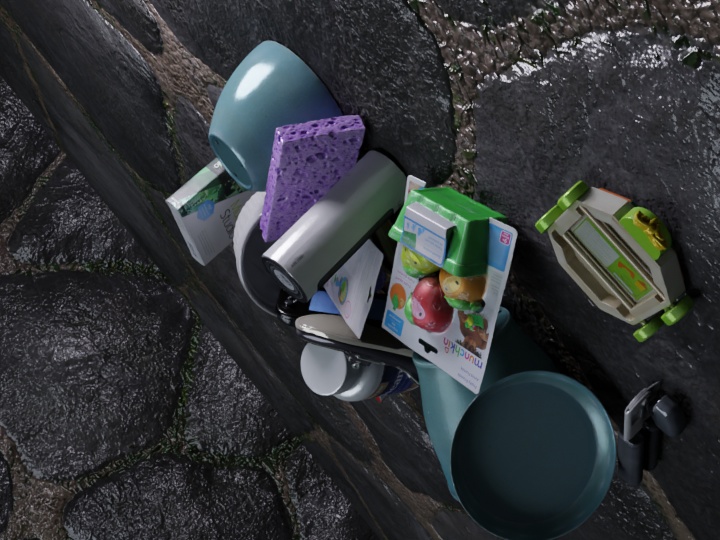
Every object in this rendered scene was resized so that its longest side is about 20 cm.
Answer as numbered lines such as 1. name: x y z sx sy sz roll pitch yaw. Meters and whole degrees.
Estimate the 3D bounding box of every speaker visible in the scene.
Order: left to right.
1. speaker: -0.028 -0.057 1.376 0.081 0.200 0.081 40 163 15

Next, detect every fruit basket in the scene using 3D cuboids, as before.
1. fruit basket: 0.090 0.013 1.268 0.185 0.093 0.201 34 116 45

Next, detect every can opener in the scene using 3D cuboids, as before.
1. can opener: 0.325 0.192 1.239 0.067 0.053 0.200 41 162 33

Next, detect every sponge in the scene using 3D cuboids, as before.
1. sponge: -0.065 -0.116 1.421 0.200 0.111 0.030 106 145 -52

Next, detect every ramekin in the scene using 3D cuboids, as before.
1. ramekin: -0.091 -0.039 1.602 0.201 0.199 0.105 61 174 -31

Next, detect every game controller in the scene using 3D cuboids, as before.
1. game controller: -0.016 0.055 1.524 0.105 0.198 0.042 -81 0 -56

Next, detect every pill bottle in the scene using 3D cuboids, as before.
1. pill bottle: 0.008 0.128 1.586 0.111 0.111 0.199 41 -156 28

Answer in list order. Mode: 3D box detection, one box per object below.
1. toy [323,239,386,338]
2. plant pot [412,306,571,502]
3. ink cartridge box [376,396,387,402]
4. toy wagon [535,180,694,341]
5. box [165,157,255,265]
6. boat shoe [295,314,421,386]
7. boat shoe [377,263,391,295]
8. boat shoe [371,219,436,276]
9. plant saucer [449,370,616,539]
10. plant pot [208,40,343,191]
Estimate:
1. toy: 0.000 0.000 1.475 0.200 0.047 0.116 -133 54 -60
2. plant pot: 0.162 0.155 1.373 0.189 0.199 0.200 63 161 -15
3. ink cartridge box: -0.006 0.100 1.864 0.175 0.084 0.200 42 162 29
4. toy wagon: 0.245 -0.015 1.029 0.155 0.040 0.200 49 163 7
5. box: -0.194 -0.118 1.688 0.036 0.200 0.145 35 159 29
6. boat shoe: 0.007 0.108 1.446 0.199 0.063 0.073 13 -160 -2
7. boat shoe: 0.024 0.035 1.662 0.072 0.072 0.200 57 162 -23
8. boat shoe: 0.078 0.001 1.489 0.201 0.062 0.073 57 178 -9
9. plant saucer: 0.197 0.213 1.278 0.201 0.200 0.027 53 176 -9
10. plant pot: -0.122 -0.183 1.469 0.200 0.135 0.200 45 162 19
